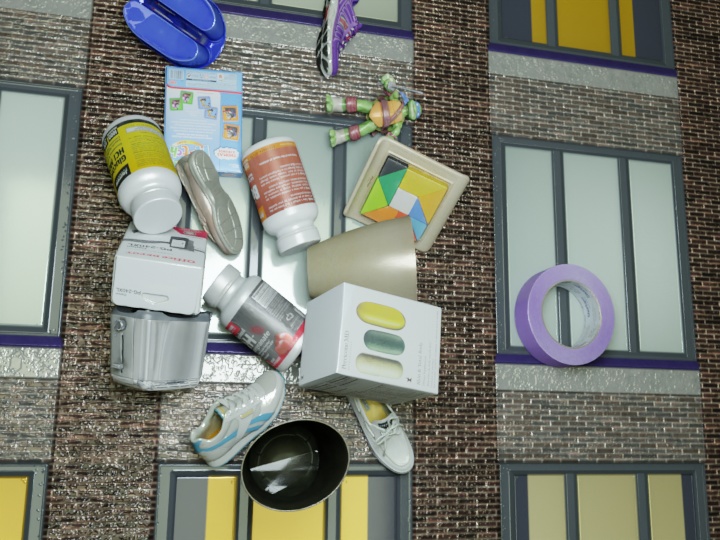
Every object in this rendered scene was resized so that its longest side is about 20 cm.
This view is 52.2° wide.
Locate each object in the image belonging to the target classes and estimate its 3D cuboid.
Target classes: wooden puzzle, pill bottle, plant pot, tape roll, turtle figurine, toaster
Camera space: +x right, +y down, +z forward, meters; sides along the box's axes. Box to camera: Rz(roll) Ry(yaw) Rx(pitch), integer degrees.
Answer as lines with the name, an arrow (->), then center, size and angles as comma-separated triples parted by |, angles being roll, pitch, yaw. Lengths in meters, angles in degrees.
wooden puzzle -> 0.086, -0.140, 1.418 | 0.196, 0.187, 0.038 | 22, 33, -11
pill bottle -> -0.380, -0.167, 1.290 | 0.110, 0.114, 0.202 | -18, 57, -16
plant pot -> 0.000, 0.000, 1.371 | 0.195, 0.187, 0.192 | -4, 80, -1
tape roll -> 0.418, 0.093, 1.505 | 0.195, 0.066, 0.205 | 3, 79, -13
turtle figurine -> 0.031, -0.297, 1.428 | 0.189, 0.146, 0.203 | -7, 47, 0
pill bottle -> -0.144, -0.138, 1.381 | 0.110, 0.112, 0.204 | -17, 84, -16
toaster -> -0.339, 0.131, 1.257 | 0.112, 0.199, 0.133 | 6, 89, 32
pill bottle -> -0.185, 0.081, 1.330 | 0.199, 0.111, 0.111 | 39, 73, -4

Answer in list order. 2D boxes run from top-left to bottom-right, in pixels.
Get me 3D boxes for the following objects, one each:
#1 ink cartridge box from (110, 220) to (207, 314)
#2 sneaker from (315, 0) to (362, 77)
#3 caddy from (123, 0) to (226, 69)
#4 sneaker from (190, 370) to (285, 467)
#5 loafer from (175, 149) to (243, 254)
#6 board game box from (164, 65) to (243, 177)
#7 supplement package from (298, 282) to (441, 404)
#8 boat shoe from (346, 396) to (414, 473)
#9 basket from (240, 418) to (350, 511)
ink cartridge box -> -0.338, -0.009, 1.257 | 0.142, 0.200, 0.085 | 8, 108, -13
sneaker -> -0.039, -0.488, 1.496 | 0.082, 0.080, 0.205 | 14, 76, -17
caddy -> -0.353, -0.476, 1.401 | 0.198, 0.105, 0.143 | 34, 97, -6
sneaker -> -0.212, 0.251, 1.295 | 0.200, 0.076, 0.081 | -47, 136, -19
loafer -> -0.280, -0.122, 1.368 | 0.072, 0.062, 0.204 | -42, 115, -55
board game box -> -0.301, -0.284, 1.409 | 0.147, 0.037, 0.205 | 1, 79, -14
supplement package -> 0.017, 0.132, 1.264 | 0.196, 0.150, 0.155 | 15, 68, -26
boat shoe -> 0.044, 0.285, 1.361 | 0.074, 0.086, 0.205 | -27, 87, -17
basket -> -0.122, 0.324, 1.252 | 0.176, 0.200, 0.139 | -12, 83, -15
